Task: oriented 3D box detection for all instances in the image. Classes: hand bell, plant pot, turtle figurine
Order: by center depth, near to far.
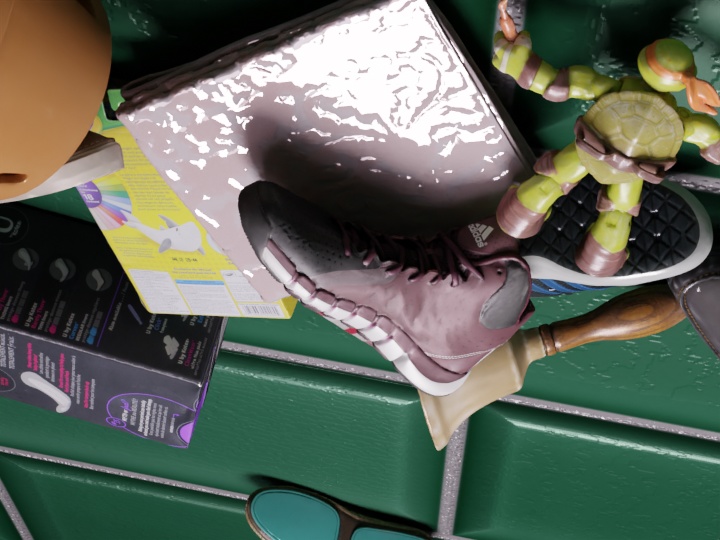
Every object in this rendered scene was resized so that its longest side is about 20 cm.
[{"bbox_3d":[-0.229,-0.122,0.774,0.200,0.201,0.140,-7,160,32],"label":"plant pot"},{"bbox_3d":[0.149,-0.066,0.786,0.200,0.064,0.161,16,135,-9],"label":"turtle figurine"},{"bbox_3d":[0.133,0.044,0.980,0.200,0.104,0.104,-16,145,3],"label":"hand bell"}]

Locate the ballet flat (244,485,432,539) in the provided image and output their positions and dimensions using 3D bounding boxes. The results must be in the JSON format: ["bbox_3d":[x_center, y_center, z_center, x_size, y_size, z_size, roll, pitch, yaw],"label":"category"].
[{"bbox_3d":[-0.023,0.267,1.446,0.200,0.071,0.065,21,164,-6],"label":"ballet flat"}]

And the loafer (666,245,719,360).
[{"bbox_3d":[0.273,0.052,0.945,0.200,0.072,0.073,31,132,-31],"label":"loafer"}]

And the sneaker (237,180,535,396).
[{"bbox_3d":[0.029,-0.014,0.851,0.115,0.076,0.200,-36,129,21],"label":"sneaker"}]

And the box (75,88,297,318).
[{"bbox_3d":[-0.121,-0.050,0.951,0.117,0.048,0.200,2,140,23],"label":"box"}]

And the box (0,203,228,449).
[{"bbox_3d":[-0.206,0.041,1.100,0.200,0.106,0.122,16,148,-3],"label":"box"}]

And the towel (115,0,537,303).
[{"bbox_3d":[-0.013,-0.070,0.856,0.200,0.032,0.191,-18,134,20],"label":"towel"}]

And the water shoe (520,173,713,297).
[{"bbox_3d":[0.131,-0.020,0.919,0.200,0.072,0.079,-2,168,32],"label":"water shoe"}]

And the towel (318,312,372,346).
[{"bbox_3d":[0.000,0.000,1.034,0.200,0.023,0.144,34,146,-27],"label":"towel"}]

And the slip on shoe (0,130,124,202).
[{"bbox_3d":[-0.218,-0.083,0.880,0.200,0.076,0.061,11,117,48],"label":"slip on shoe"}]
